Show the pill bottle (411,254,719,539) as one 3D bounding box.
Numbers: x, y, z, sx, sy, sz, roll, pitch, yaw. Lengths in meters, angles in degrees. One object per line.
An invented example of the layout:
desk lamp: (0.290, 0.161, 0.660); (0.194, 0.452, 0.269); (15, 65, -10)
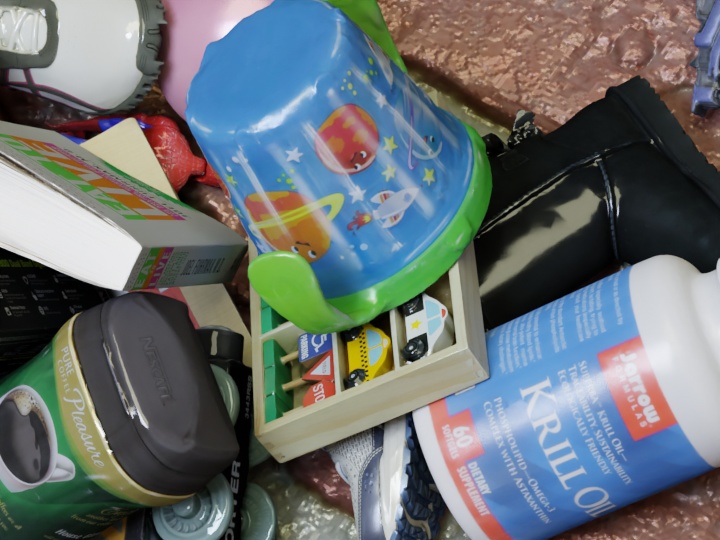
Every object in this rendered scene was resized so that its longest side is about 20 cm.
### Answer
pill bottle: (0.136, 0.059, 1.213); (0.199, 0.112, 0.113); (-26, 60, 19)

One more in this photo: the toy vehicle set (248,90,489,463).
toy vehicle set: (0.000, 0.000, 1.269); (0.124, 0.027, 0.201); (-24, 41, 18)

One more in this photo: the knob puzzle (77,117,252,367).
knob puzzle: (-0.172, 0.040, 1.341); (0.218, 0.030, 0.221); (-1, 80, 5)

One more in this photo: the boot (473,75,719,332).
boot: (0.125, -0.009, 1.303); (0.162, 0.074, 0.199); (-28, 56, -8)

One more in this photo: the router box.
router box: (-0.232, 0.040, 1.215); (0.149, 0.200, 0.062); (-31, 82, 12)

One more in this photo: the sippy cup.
sippy cup: (-0.020, -0.065, 1.222); (0.139, 0.130, 0.178); (-37, 38, 1)

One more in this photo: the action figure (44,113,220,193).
action figure: (-0.171, -0.062, 1.389); (0.198, 0.052, 0.066); (2, 69, 6)

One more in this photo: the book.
book: (-0.144, -0.030, 1.234); (0.133, 0.200, 0.048); (28, 96, 10)

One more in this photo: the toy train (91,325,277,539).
toy train: (-0.107, 0.128, 1.259); (0.113, 0.085, 0.201); (-1, 77, 23)

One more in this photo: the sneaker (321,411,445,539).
sneaker: (-0.004, 0.076, 1.289); (0.085, 0.077, 0.201); (-12, 54, 13)

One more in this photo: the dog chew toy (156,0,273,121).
dog chew toy: (-0.062, -0.173, 1.392); (0.124, 0.125, 0.201); (-6, 55, 6)

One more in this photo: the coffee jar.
coffee jar: (-0.158, 0.095, 1.202); (0.199, 0.085, 0.105); (-31, 68, 24)

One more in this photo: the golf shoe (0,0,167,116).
golf shoe: (-0.191, -0.130, 1.362); (0.199, 0.088, 0.078); (6, 93, 46)

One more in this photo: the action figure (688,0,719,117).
action figure: (0.252, -0.177, 1.375); (0.192, 0.104, 0.201); (15, 92, 23)
